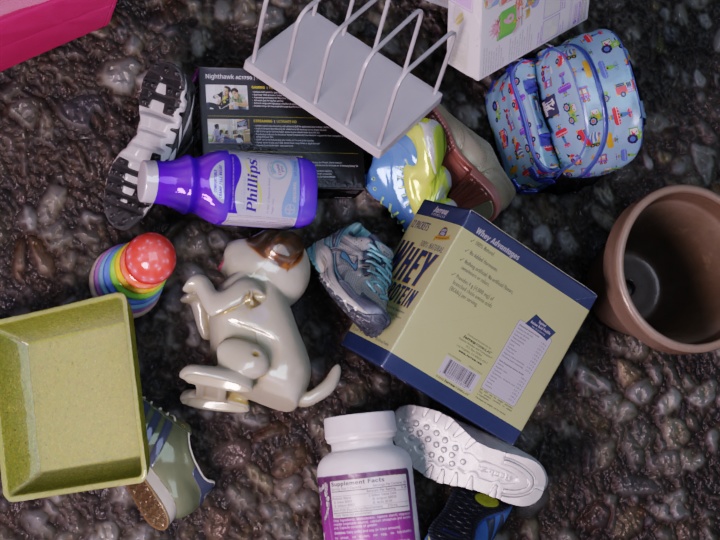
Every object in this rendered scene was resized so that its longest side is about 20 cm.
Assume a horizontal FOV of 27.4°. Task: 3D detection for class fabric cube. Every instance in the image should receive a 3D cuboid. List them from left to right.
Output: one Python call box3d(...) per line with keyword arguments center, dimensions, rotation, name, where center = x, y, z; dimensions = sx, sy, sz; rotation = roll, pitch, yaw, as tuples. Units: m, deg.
box3d(center=(-0.398, -0.342, 1.621), dimensions=(0.199, 0.200, 0.197), rotation=(-28, 90, -18), name="fabric cube")

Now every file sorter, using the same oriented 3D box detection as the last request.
box3d(center=(-0.008, -0.257, 1.709), dimensions=(0.200, 0.125, 0.139), rotation=(35, 50, 13), name="file sorter")

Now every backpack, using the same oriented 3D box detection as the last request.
box3d(center=(0.255, -0.194, 1.794), dimensions=(0.134, 0.200, 0.183), rotation=(-11, 84, -19), name="backpack")

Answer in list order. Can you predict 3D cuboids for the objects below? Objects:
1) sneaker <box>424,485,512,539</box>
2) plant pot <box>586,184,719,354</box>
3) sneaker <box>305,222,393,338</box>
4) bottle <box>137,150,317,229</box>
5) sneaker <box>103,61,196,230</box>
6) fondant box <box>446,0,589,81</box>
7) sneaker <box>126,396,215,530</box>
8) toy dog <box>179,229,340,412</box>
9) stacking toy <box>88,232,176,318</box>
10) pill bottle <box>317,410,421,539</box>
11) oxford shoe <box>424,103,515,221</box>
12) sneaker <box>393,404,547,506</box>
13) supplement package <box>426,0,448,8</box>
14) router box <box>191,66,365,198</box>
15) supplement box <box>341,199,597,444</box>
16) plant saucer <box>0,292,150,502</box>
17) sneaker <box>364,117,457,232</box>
box3d(center=(0.120, 0.308, 1.708), dimensions=(0.066, 0.200, 0.079), rotation=(20, 115, 19), name="sneaker")
box3d(center=(0.364, 0.012, 1.804), dimensions=(0.199, 0.175, 0.201), rotation=(3, 79, -16), name="plant pot")
box3d(center=(0.000, 0.000, 1.678), dimensions=(0.086, 0.200, 0.078), rotation=(-38, 123, 2), name="sneaker")
box3d(center=(-0.149, -0.093, 1.659), dimensions=(0.199, 0.065, 0.084), rotation=(4, 78, -21), name="bottle")
box3d(center=(-0.234, -0.139, 1.703), dimensions=(0.066, 0.090, 0.201), rotation=(22, 98, 15), name="sneaker")
box3d(center=(0.192, -0.334, 1.759), dimensions=(0.200, 0.145, 0.058), rotation=(-33, 50, -30), name="fondant box")
box3d(center=(-0.235, 0.185, 1.653), dimensions=(0.090, 0.067, 0.201), rotation=(-24, 79, -38), name="sneaker")
box3d(center=(-0.114, 0.049, 1.664), dimensions=(0.193, 0.140, 0.201), rotation=(5, 70, 5), name="toy dog")
box3d(center=(-0.243, -0.002, 1.605), dimensions=(0.085, 0.200, 0.086), rotation=(3, 79, -16), name="stacking toy")
box3d(center=(0.009, 0.264, 1.683), dimensions=(0.112, 0.112, 0.201), rotation=(-4, 81, -18), name="pill bottle")
box3d(center=(0.115, -0.151, 1.825), dimensions=(0.074, 0.071, 0.200), rotation=(-36, 91, -45), name="oxford shoe")
box3d(center=(0.128, 0.218, 1.753), dimensions=(0.199, 0.080, 0.077), rotation=(27, 99, 8), name="sneaker")
box3d(center=(0.104, -0.445, 1.771), dimensions=(0.152, 0.150, 0.200), rotation=(-40, 132, -20), name="supplement package")
box3d(center=(-0.098, -0.163, 1.757), dimensions=(0.199, 0.051, 0.150), rotation=(0, 78, -17), name="router box")
box3d(center=(0.125, 0.057, 1.704), dimensions=(0.200, 0.134, 0.200), rotation=(32, 86, -22), name="supplement box")
box3d(center=(-0.306, 0.139, 1.596), dimensions=(0.048, 0.199, 0.201), rotation=(6, 74, -60), name="plant saucer")
box3d(center=(0.060, -0.084, 1.793), dimensions=(0.105, 0.076, 0.201), rotation=(0, 102, 24), name="sneaker")
